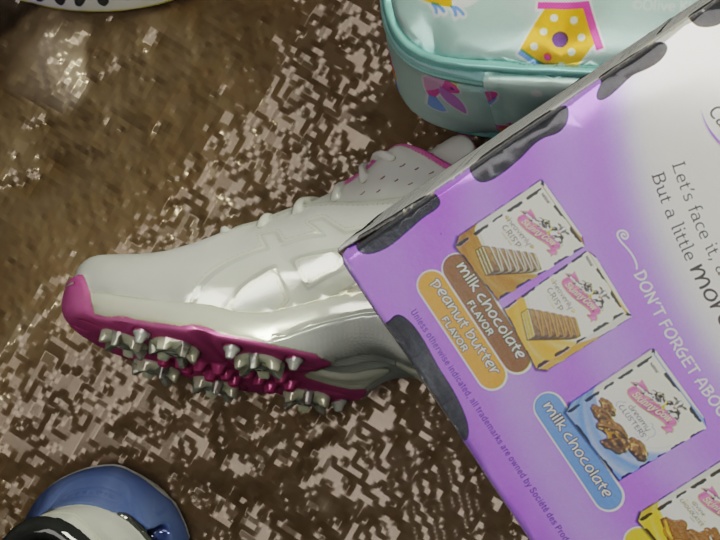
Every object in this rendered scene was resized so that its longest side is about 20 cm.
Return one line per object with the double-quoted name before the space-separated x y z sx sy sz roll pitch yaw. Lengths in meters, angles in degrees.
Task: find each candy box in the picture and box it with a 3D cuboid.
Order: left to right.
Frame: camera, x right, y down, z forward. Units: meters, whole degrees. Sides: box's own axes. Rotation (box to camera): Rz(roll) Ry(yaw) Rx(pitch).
"candy box" 0.124 0.005 0.729 0.199 0.072 0.168 -33 93 16

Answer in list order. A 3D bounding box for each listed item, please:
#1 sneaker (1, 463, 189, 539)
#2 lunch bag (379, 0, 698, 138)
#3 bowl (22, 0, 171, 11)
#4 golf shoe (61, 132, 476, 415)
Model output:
"sneaker" -0.102 0.166 0.834 0.080 0.115 0.201 -3 87 12
"lunch bag" 0.100 -0.122 0.812 0.198 0.077 0.162 4 76 10
"bowl" -0.099 -0.193 0.858 0.199 0.094 0.203 0 89 11
"golf shoe" 0.000 0.000 0.850 0.198 0.075 0.092 4 74 9
